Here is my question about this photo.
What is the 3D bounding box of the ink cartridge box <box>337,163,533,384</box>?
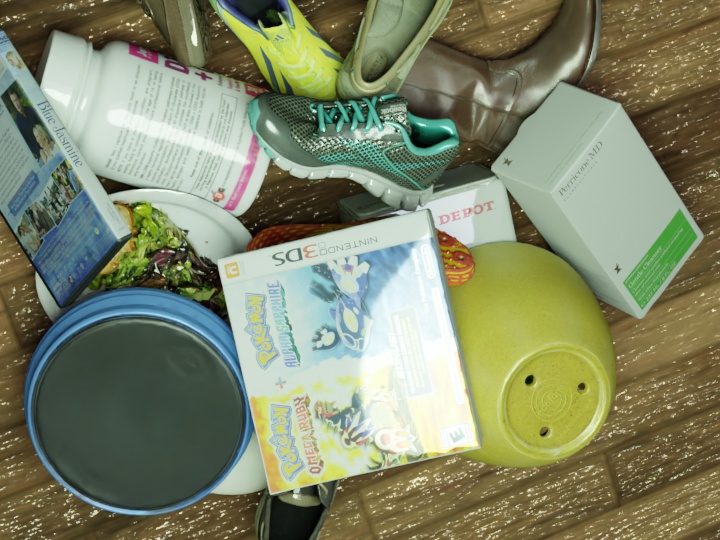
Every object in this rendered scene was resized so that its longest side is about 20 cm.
[{"bbox_3d":[0.072,0.018,1.454,0.144,0.088,0.202,-16,108,-10],"label":"ink cartridge box"}]

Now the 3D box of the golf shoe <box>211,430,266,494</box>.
[{"bbox_3d":[-0.159,0.167,1.429,0.198,0.097,0.079,17,98,-18],"label":"golf shoe"}]

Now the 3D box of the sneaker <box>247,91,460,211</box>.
[{"bbox_3d":[-0.001,-0.119,1.318,0.199,0.078,0.091,14,139,-35],"label":"sneaker"}]

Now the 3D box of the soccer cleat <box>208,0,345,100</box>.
[{"bbox_3d":[-0.064,-0.195,1.369,0.065,0.084,0.200,-42,110,-1],"label":"soccer cleat"}]

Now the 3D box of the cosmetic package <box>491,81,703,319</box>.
[{"bbox_3d":[0.216,-0.062,1.432,0.108,0.085,0.200,-51,133,-8],"label":"cosmetic package"}]

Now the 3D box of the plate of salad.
[{"bbox_3d":[-0.182,0.014,1.376,0.198,0.048,0.201,-5,131,-5],"label":"plate of salad"}]

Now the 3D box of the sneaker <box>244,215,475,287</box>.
[{"bbox_3d":[0.000,0.000,1.366,0.198,0.073,0.078,1,127,6],"label":"sneaker"}]

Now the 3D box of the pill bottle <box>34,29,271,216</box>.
[{"bbox_3d":[-0.178,-0.127,1.342,0.198,0.113,0.114,17,99,-17],"label":"pill bottle"}]

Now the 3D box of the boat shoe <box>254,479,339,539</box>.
[{"bbox_3d":[-0.045,0.177,1.368,0.074,0.073,0.202,6,116,-9],"label":"boat shoe"}]

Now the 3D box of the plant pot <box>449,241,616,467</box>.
[{"bbox_3d":[0.143,0.090,1.370,0.198,0.142,0.202,-4,105,-15],"label":"plant pot"}]

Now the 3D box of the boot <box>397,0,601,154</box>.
[{"bbox_3d":[0.106,-0.197,1.428,0.198,0.064,0.188,13,98,-12],"label":"boot"}]

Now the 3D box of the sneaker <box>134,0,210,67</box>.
[{"bbox_3d":[-0.181,-0.259,1.325,0.075,0.070,0.202,-16,86,6],"label":"sneaker"}]

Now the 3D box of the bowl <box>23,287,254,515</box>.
[{"bbox_3d":[-0.185,0.115,1.335,0.198,0.039,0.203,-1,111,-3],"label":"bowl"}]

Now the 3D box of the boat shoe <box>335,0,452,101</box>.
[{"bbox_3d":[0.038,-0.230,1.367,0.073,0.063,0.202,29,73,-2],"label":"boat shoe"}]

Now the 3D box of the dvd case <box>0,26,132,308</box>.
[{"bbox_3d":[-0.268,-0.080,1.290,0.017,0.143,0.201,-30,84,-37],"label":"dvd case"}]

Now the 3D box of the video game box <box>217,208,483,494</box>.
[{"bbox_3d":[-0.009,0.066,1.299,0.180,0.047,0.202,-13,90,8],"label":"video game box"}]
